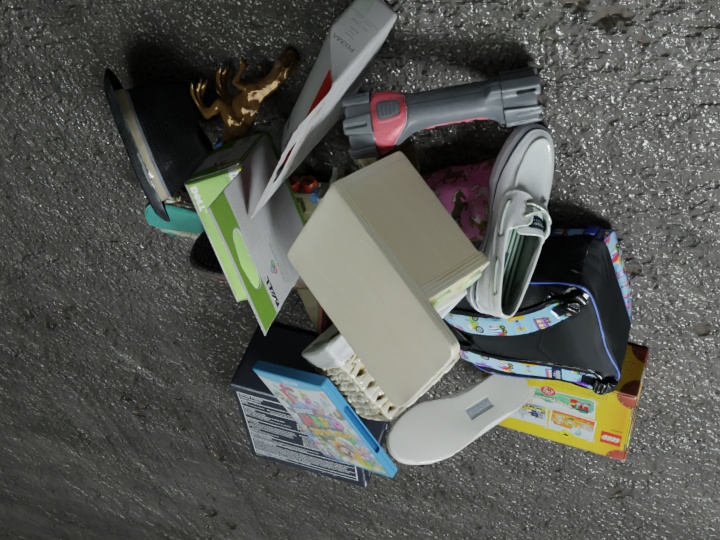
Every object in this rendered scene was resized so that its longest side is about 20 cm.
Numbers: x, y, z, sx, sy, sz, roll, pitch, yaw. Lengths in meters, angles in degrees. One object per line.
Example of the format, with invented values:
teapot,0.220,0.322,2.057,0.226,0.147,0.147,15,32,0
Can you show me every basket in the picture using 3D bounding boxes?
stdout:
basket,0.023,0.105,1.335,0.124,0.135,0.200,50,167,-2

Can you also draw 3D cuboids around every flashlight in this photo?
flashlight,0.082,-0.157,1.067,0.196,0.068,0.069,-8,120,9

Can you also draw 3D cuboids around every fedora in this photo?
fedora,-0.225,-0.158,1.235,0.090,0.202,0.202,-23,136,-6

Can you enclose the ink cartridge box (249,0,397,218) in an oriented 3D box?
ink cartridge box,-0.051,-0.165,1.062,0.050,0.201,0.161,37,144,2

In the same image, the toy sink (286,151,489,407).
toy sink,0.041,0.008,1.065,0.201,0.111,0.131,53,142,12

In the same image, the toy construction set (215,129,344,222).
toy construction set,-0.078,-0.099,1.268,0.197,0.093,0.132,18,145,31

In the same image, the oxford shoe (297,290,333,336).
oxford shoe,-0.052,0.024,1.435,0.075,0.070,0.202,39,154,30

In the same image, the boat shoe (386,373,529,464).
boat shoe,0.112,0.179,1.284,0.072,0.198,0.069,54,153,13

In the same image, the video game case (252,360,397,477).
video game case,-0.047,0.201,1.439,0.142,0.018,0.201,9,143,45

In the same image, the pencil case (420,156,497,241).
pencil case,0.092,-0.066,1.200,0.198,0.084,0.087,-12,132,40

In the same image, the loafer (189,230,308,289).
loafer,-0.123,-0.003,1.324,0.197,0.074,0.071,10,155,26

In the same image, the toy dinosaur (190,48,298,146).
toy dinosaur,-0.141,-0.168,1.189,0.106,0.060,0.201,44,123,18

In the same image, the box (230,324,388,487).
box,-0.070,0.201,1.597,0.196,0.125,0.200,12,143,16

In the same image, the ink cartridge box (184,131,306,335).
ink cartridge box,-0.128,-0.037,1.121,0.074,0.201,0.150,-13,113,20

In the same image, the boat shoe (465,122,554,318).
boat shoe,0.168,-0.048,1.095,0.072,0.204,0.067,7,-169,-30

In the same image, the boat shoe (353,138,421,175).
boat shoe,0.033,-0.090,1.151,0.063,0.073,0.203,-34,83,39

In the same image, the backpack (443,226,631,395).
backpack,0.196,0.041,1.219,0.197,0.136,0.184,-1,137,32

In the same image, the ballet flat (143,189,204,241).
ballet flat,-0.187,-0.065,1.394,0.197,0.064,0.077,22,127,6

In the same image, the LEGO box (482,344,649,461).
LEGO box,0.257,0.149,1.365,0.196,0.078,0.150,14,143,17
